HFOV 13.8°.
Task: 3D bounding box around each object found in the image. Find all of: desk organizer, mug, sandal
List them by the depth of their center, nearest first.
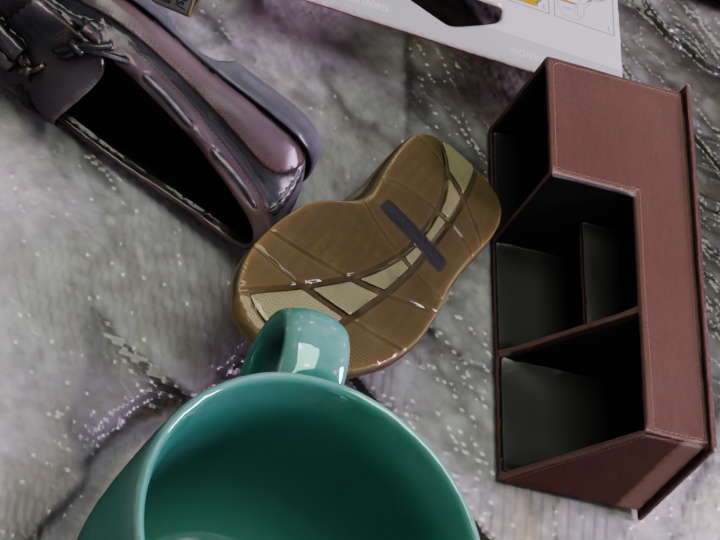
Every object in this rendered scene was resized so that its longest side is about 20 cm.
[{"bbox_3d":[-0.033,0.125,1.188,0.152,0.114,0.185,43,49,2],"label":"mug"},{"bbox_3d":[0.000,0.000,1.334,0.080,0.054,0.200,49,35,-1],"label":"sandal"},{"bbox_3d":[0.109,0.005,1.376,0.077,0.072,0.201,13,55,-19],"label":"desk organizer"}]

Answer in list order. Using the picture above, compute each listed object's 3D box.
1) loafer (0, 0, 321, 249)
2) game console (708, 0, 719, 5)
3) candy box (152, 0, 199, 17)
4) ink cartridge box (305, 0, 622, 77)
[{"bbox_3d":[-0.110,-0.081,1.309,0.199,0.072,0.063,31,54,-13],"label":"loafer"},{"bbox_3d":[0.259,-0.204,1.601,0.199,0.031,0.178,17,74,-19],"label":"game console"},{"bbox_3d":[-0.145,-0.207,1.354,0.199,0.057,0.117,22,51,-3],"label":"candy box"},{"bbox_3d":[0.036,-0.169,1.463,0.199,0.044,0.174,16,55,-20],"label":"ink cartridge box"}]
